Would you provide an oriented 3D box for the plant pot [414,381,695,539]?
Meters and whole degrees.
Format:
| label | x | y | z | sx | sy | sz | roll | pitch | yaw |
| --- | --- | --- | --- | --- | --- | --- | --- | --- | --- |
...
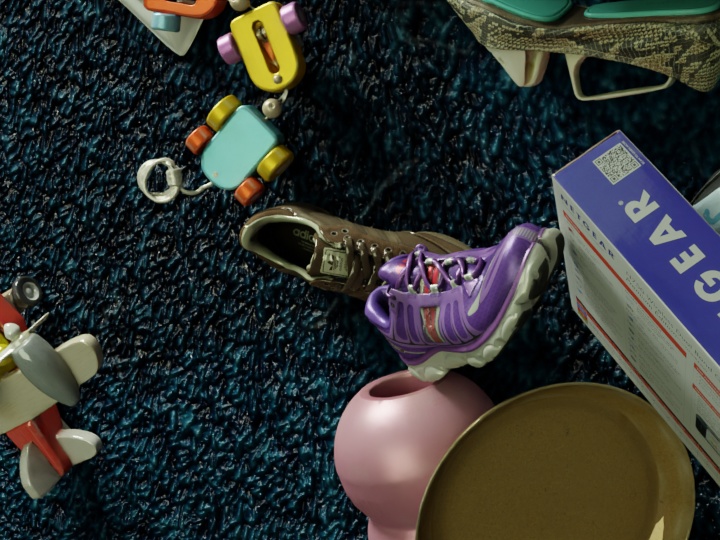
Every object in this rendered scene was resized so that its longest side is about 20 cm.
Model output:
| label | x | y | z | sx | sy | sz | roll | pitch | yaw |
| --- | --- | --- | --- | --- | --- | --- | --- | --- | --- |
| plant pot | 0.129 | 0.165 | 0.780 | 0.199 | 0.027 | 0.201 | -4 | 107 | -13 |

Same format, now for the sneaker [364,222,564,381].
| label | x | y | z | sx | sy | sz | roll | pitch | yaw |
| --- | --- | --- | --- | --- | --- | --- | --- | --- | --- |
| sneaker | 0.056 | 0.016 | 0.744 | 0.083 | 0.081 | 0.200 | 39 | 150 | -8 |

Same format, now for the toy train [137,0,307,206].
| label | x | y | z | sx | sy | sz | roll | pitch | yaw |
| --- | --- | --- | --- | --- | --- | --- | --- | --- | --- |
| toy train | -0.110 | -0.151 | 0.900 | 0.150 | 0.056 | 0.201 | 6 | 100 | 16 |

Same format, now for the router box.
| label | x | y | z | sx | sy | sz | roll | pitch | yaw |
| --- | --- | --- | --- | --- | --- | --- | --- | --- | --- |
| router box | 0.194 | 0.043 | 0.672 | 0.049 | 0.180 | 0.200 | -34 | 61 | -4 |

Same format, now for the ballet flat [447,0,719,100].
| label | x | y | z | sx | sy | sz | roll | pitch | yaw |
| --- | --- | --- | --- | --- | --- | --- | --- | --- | --- |
| ballet flat | 0.141 | -0.150 | 0.764 | 0.199 | 0.068 | 0.076 | 14 | 121 | 25 |

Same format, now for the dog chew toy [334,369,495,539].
| label | x | y | z | sx | sy | sz | roll | pitch | yaw |
| --- | --- | --- | --- | --- | --- | --- | --- | --- | --- |
| dog chew toy | 0.054 | 0.175 | 0.837 | 0.124 | 0.124 | 0.201 | -8 | 102 | 31 |

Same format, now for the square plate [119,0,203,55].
| label | x | y | z | sx | sy | sz | roll | pitch | yaw |
| --- | --- | --- | --- | --- | --- | --- | --- | --- | --- |
| square plate | -0.173 | -0.310 | 0.933 | 0.200 | 0.028 | 0.198 | 41 | 115 | 18 |

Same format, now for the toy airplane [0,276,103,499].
| label | x | y | z | sx | sy | sz | roll | pitch | yaw |
| --- | --- | --- | --- | --- | --- | --- | --- | --- | --- |
| toy airplane | -0.324 | 0.112 | 1.028 | 0.199 | 0.141 | 0.201 | 25 | 110 | 24 |

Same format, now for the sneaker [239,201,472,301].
| label | x | y | z | sx | sy | sz | roll | pitch | yaw |
| --- | --- | --- | --- | --- | --- | --- | --- | --- | --- |
| sneaker | 0.000 | 0.000 | 0.859 | 0.199 | 0.075 | 0.071 | 16 | 106 | 27 |

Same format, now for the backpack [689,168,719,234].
| label | x | y | z | sx | sy | sz | roll | pitch | yaw |
| --- | --- | --- | --- | --- | --- | --- | --- | --- | --- |
| backpack | 0.279 | -0.039 | 0.648 | 0.200 | 0.163 | 0.154 | -15 | 94 | 40 |
